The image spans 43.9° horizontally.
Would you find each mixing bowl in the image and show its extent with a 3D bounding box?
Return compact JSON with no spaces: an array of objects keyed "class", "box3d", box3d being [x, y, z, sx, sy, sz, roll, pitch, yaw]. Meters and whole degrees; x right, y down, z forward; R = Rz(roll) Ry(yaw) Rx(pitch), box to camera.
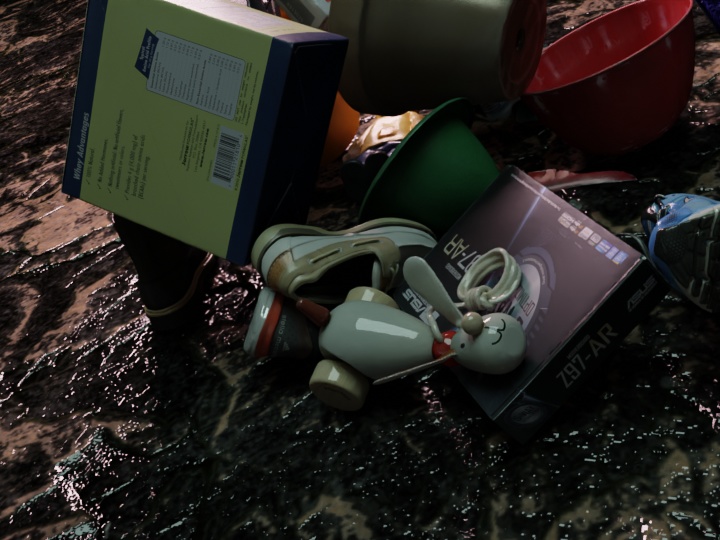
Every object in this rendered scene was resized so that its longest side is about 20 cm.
[{"class":"mixing bowl","box3d":[0.272,-0.194,0.945,0.198,0.109,0.201,-28,21,11]}]

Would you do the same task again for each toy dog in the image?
[{"class":"toy dog","box3d":[0.025,0.042,0.690,0.198,0.096,0.133,-28,39,32]}]

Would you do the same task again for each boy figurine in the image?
[{"class":"boy figurine","box3d":[0.040,-0.161,1.080,0.123,0.065,0.201,-14,33,28]}]

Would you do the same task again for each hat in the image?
[{"class":"hat","box3d":[0.120,-0.055,0.869,0.176,0.201,0.165,42,30,17]}]

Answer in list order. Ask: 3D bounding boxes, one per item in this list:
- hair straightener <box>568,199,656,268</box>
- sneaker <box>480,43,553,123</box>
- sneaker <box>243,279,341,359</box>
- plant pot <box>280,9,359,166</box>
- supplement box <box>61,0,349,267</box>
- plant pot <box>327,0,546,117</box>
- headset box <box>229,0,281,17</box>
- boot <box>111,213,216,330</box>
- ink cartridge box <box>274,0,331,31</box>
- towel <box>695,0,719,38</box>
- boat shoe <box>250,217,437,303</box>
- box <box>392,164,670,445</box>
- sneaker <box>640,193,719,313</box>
[{"class":"hair straightener","box3d":[0.182,-0.018,0.773,0.040,0.078,0.200,-19,29,-22]},{"class":"sneaker","box3d":[0.209,-0.223,1.088,0.198,0.088,0.077,-15,1,-35]},{"class":"sneaker","box3d":[-0.057,0.033,0.852,0.081,0.078,0.201,17,26,-5]},{"class":"plant pot","box3d":[-0.096,-0.227,1.109,0.198,0.184,0.202,-18,47,21]},{"class":"supplement box","box3d":[-0.143,-0.142,0.824,0.197,0.203,0.134,21,21,15]},{"class":"plant pot","box3d":[0.089,-0.247,0.913,0.172,0.202,0.200,18,45,29]},{"class":"headset box","box3d":[-0.176,-0.253,0.984,0.198,0.093,0.176,-25,46,14]},{"class":"boot","box3d":[-0.214,-0.048,0.971,0.076,0.140,0.201,-18,31,0]},{"class":"ink cartridge box","box3d":[-0.030,-0.346,0.976,0.199,0.163,0.050,-36,-9,-36]},{"class":"towel","box3d":[0.420,-0.230,0.880,0.147,0.202,0.049,-29,-1,-24]},{"class":"boat shoe","box3d":[0.000,0.000,0.810,0.197,0.076,0.069,-5,39,-34]},{"class":"box","box3d":[0.126,0.018,0.720,0.160,0.043,0.200,-47,33,6]},{"class":"sneaker","box3d":[0.252,-0.020,0.685,0.089,0.080,0.199,18,12,32]}]
